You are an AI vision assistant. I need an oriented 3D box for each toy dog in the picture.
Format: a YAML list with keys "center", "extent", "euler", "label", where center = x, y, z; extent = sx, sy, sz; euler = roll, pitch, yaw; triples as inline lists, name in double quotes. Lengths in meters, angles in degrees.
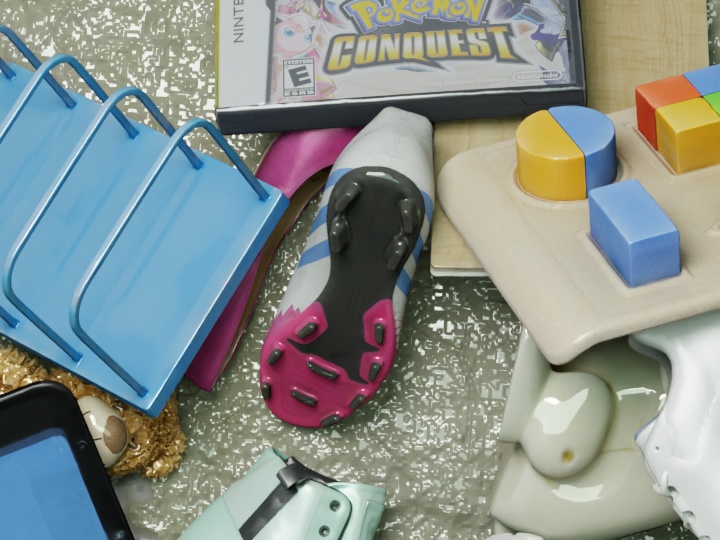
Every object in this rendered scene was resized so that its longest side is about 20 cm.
- center: [0.173, 0.093, 1.428]
  extent: [0.199, 0.140, 0.195]
  euler: [10, 94, 5]
  label: "toy dog"

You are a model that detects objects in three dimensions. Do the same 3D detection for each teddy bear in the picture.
- center: [-0.197, 0.101, 1.488]
  extent: [0.199, 0.067, 0.146]
  euler: [-1, 87, 5]
  label: "teddy bear"

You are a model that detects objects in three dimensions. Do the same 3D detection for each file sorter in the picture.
- center: [-0.169, -0.041, 1.433]
  extent: [0.199, 0.123, 0.139]
  euler: [26, 78, 27]
  label: "file sorter"

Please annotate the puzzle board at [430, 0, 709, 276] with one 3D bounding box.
- center: [0.115, -0.079, 1.467]
  extent: [0.150, 0.017, 0.201]
  euler: [1, 56, 2]
  label: "puzzle board"

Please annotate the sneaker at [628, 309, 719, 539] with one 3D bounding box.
- center: [0.182, 0.105, 1.339]
  extent: [0.087, 0.075, 0.201]
  euler: [-9, 81, -2]
  label: "sneaker"

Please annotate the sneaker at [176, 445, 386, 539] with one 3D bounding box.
- center: [-0.004, 0.182, 1.458]
  extent: [0.200, 0.074, 0.118]
  euler: [39, 95, 9]
  label: "sneaker"

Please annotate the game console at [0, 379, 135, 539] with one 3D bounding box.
- center: [-0.204, 0.187, 1.417]
  extent: [0.116, 0.176, 0.201]
  euler: [-7, 117, 27]
  label: "game console"

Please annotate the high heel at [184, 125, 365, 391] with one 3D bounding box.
- center: [-0.033, -0.022, 1.490]
  extent: [0.200, 0.067, 0.096]
  euler: [-34, 79, 13]
  label: "high heel"

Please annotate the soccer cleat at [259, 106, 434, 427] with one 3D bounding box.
- center: [0.000, 0.000, 1.459]
  extent: [0.070, 0.200, 0.087]
  euler: [21, 41, -2]
  label: "soccer cleat"

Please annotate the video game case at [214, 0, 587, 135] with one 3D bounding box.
- center: [0.019, -0.160, 1.482]
  extent: [0.199, 0.026, 0.181]
  euler: [-4, 58, 4]
  label: "video game case"

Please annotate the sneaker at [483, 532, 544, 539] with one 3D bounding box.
- center: [0.115, 0.222, 1.398]
  extent: [0.085, 0.077, 0.200]
  euler: [-26, 71, -44]
  label: "sneaker"

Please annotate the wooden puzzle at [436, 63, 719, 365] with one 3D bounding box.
- center: [0.155, -0.043, 1.367]
  extent: [0.199, 0.185, 0.046]
  euler: [-19, 126, -9]
  label: "wooden puzzle"
